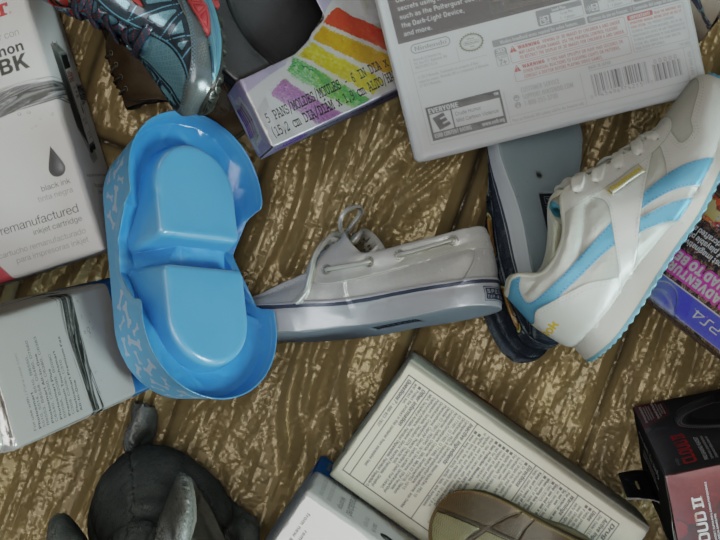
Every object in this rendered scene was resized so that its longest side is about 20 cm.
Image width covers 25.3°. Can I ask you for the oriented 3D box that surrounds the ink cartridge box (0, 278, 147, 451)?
[{"bbox_3d":[-0.245,0.068,1.056,0.146,0.200,0.085,-12,93,20],"label":"ink cartridge box"}]

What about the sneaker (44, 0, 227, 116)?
[{"bbox_3d":[-0.162,-0.173,1.027,0.095,0.079,0.200,-20,67,-35],"label":"sneaker"}]

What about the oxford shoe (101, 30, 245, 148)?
[{"bbox_3d":[-0.157,-0.159,1.124,0.200,0.073,0.084,39,97,1],"label":"oxford shoe"}]

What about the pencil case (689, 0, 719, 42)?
[{"bbox_3d":[0.168,-0.223,1.094,0.199,0.089,0.078,24,98,0],"label":"pencil case"}]

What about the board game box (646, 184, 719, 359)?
[{"bbox_3d":[0.281,-0.033,1.049,0.097,0.159,0.200,34,97,-37],"label":"board game box"}]

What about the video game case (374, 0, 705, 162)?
[{"bbox_3d":[0.111,-0.182,1.049,0.199,0.023,0.182,-13,102,7],"label":"video game case"}]

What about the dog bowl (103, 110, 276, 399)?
[{"bbox_3d":[-0.120,-0.006,1.084,0.050,0.111,0.201,-23,69,44],"label":"dog bowl"}]

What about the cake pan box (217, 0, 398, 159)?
[{"bbox_3d":[-0.027,-0.197,1.095,0.200,0.052,0.185,-26,89,-16],"label":"cake pan box"}]

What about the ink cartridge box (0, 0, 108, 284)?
[{"bbox_3d":[-0.266,-0.091,1.129,0.146,0.083,0.201,-17,93,5],"label":"ink cartridge box"}]

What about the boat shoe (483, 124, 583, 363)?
[{"bbox_3d":[0.111,-0.038,1.118,0.071,0.091,0.201,3,66,-21],"label":"boat shoe"}]

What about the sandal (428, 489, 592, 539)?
[{"bbox_3d":[0.136,0.210,1.053,0.200,0.054,0.080,31,90,17],"label":"sandal"}]

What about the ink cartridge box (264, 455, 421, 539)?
[{"bbox_3d":[0.028,0.226,1.098,0.200,0.146,0.084,34,93,0],"label":"ink cartridge box"}]

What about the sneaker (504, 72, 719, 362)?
[{"bbox_3d":[0.169,-0.045,1.015,0.081,0.077,0.200,32,85,-2],"label":"sneaker"}]

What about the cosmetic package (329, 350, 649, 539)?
[{"bbox_3d":[0.089,0.154,1.119,0.200,0.087,0.104,37,94,2],"label":"cosmetic package"}]

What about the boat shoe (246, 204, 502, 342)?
[{"bbox_3d":[-0.001,-0.001,1.113,0.201,0.075,0.086,-10,77,26],"label":"boat shoe"}]

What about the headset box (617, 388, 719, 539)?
[{"bbox_3d":[0.274,0.130,1.072,0.199,0.149,0.075,-12,102,5],"label":"headset box"}]

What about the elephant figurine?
[{"bbox_3d":[-0.140,0.199,1.079,0.155,0.200,0.142,32,95,1],"label":"elephant figurine"}]
